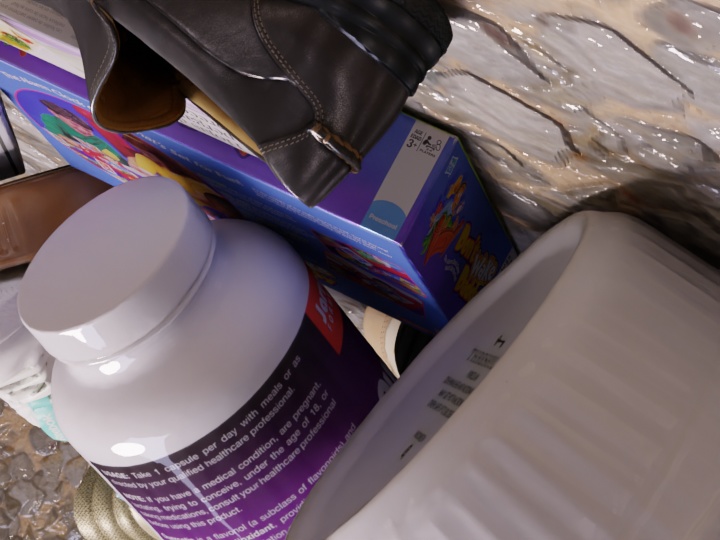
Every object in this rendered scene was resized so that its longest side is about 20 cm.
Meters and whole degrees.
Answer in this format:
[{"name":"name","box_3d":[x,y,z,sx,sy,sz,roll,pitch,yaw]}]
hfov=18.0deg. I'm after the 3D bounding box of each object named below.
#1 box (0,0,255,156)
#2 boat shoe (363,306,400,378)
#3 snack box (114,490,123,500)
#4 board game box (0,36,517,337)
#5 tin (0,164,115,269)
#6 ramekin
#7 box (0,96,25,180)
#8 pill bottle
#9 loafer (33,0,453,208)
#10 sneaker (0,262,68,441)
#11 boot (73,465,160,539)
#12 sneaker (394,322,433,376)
[{"name":"box","box_3d":[-0.098,-0.092,0.810,0.199,0.042,0.039,24,169,20]},{"name":"boat shoe","box_3d":[0.056,0.068,1.102,0.064,0.071,0.200,28,160,31]},{"name":"snack box","box_3d":[-0.079,0.035,1.033,0.037,0.117,0.200,25,-177,-13]},{"name":"board game box","box_3d":[-0.045,-0.046,0.875,0.199,0.045,0.135,25,169,20]},{"name":"tin","box_3d":[-0.165,-0.021,1.041,0.199,0.042,0.112,-13,-170,29]},{"name":"ramekin","box_3d":[0.058,0.069,0.765,0.094,0.203,0.202,41,168,-5]},{"name":"box","box_3d":[-0.210,-0.064,0.977,0.200,0.116,0.061,147,106,-84]},{"name":"pill bottle","box_3d":[-0.042,0.059,0.876,0.112,0.113,0.200,15,150,51]},{"name":"loafer","box_3d":[-0.067,-0.079,0.706,0.199,0.073,0.073,21,168,40]},{"name":"sneaker","box_3d":[-0.151,0.039,1.044,0.075,0.089,0.200,-14,-175,8]},{"name":"boot","box_3d":[-0.040,0.097,1.161,0.155,0.073,0.200,-17,179,26]},{"name":"sneaker","box_3d":[0.095,0.071,0.976,0.199,0.074,0.088,29,172,-12]}]
